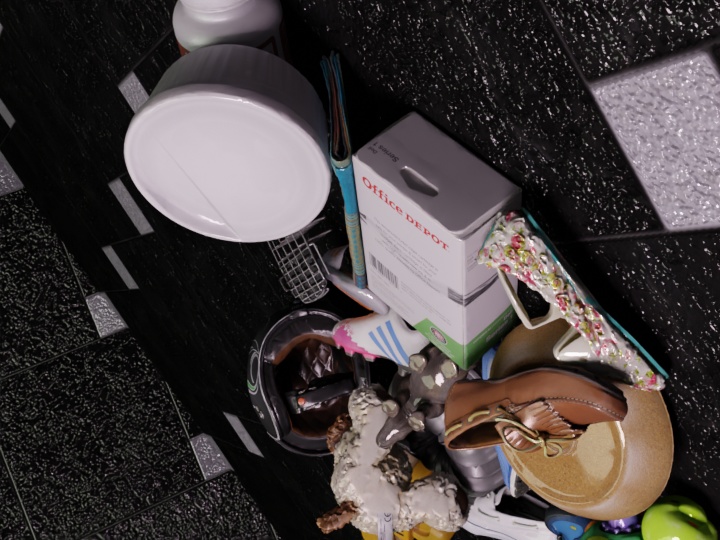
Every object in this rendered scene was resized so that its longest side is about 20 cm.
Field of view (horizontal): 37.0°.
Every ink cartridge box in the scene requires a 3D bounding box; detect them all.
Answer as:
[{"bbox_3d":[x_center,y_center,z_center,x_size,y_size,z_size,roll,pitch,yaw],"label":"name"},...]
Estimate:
[{"bbox_3d":[0.073,-0.026,1.009,0.146,0.084,0.201,40,155,30],"label":"ink cartridge box"}]

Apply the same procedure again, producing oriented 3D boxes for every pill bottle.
[{"bbox_3d":[-0.126,-0.226,1.089,0.112,0.112,0.202,39,155,33],"label":"pill bottle"}]

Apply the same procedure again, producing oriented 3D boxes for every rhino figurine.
[{"bbox_3d":[0.067,0.131,1.144,0.060,0.087,0.201,40,132,12],"label":"rhino figurine"}]

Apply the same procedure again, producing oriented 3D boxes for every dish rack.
[{"bbox_3d":[-0.084,-0.063,1.258,0.202,0.054,0.153,64,161,1],"label":"dish rack"}]

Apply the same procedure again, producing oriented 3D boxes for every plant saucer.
[{"bbox_3d":[0.188,0.143,0.985,0.198,0.035,0.204,20,120,38],"label":"plant saucer"}]

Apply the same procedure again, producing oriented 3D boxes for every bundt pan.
[{"bbox_3d":[0.106,0.191,1.302,0.202,0.075,0.203,44,157,23],"label":"bundt pan"}]

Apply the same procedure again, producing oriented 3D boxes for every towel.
[{"bbox_3d":[-0.016,-0.096,1.080,0.201,0.021,0.149,83,180,-54],"label":"towel"}]

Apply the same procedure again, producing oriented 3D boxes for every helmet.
[{"bbox_3d":[-0.061,0.143,1.431,0.201,0.199,0.191,50,171,8],"label":"helmet"}]

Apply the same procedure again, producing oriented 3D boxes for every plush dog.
[{"bbox_3d":[0.018,0.254,1.291,0.201,0.160,0.172,50,175,5],"label":"plush dog"}]

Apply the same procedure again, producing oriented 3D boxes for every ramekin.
[{"bbox_3d":[-0.122,-0.127,1.044,0.198,0.095,0.204,5,141,4],"label":"ramekin"}]

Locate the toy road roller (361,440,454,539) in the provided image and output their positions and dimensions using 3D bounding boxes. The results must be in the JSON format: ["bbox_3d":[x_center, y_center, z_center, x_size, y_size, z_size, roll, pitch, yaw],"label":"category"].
[{"bbox_3d":[0.082,0.336,1.532,0.145,0.123,0.201,30,151,24],"label":"toy road roller"}]

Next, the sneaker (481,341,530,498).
[{"bbox_3d":[0.164,0.153,1.133,0.089,0.078,0.202,42,149,46],"label":"sneaker"}]

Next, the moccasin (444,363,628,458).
[{"bbox_3d":[0.143,0.127,0.927,0.073,0.079,0.200,33,151,-34],"label":"moccasin"}]

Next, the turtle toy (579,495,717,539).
[{"bbox_3d":[0.275,0.279,1.032,0.144,0.102,0.201,28,153,4],"label":"turtle toy"}]

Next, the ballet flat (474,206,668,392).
[{"bbox_3d":[0.171,0.036,0.899,0.200,0.064,0.076,49,-176,-1],"label":"ballet flat"}]

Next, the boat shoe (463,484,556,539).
[{"bbox_3d":[0.182,0.291,1.326,0.198,0.073,0.068,13,123,47],"label":"boat shoe"}]

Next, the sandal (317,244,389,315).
[{"bbox_3d":[0.006,0.005,1.243,0.079,0.060,0.206,38,176,-17],"label":"sandal"}]

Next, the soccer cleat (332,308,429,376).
[{"bbox_3d":[0.040,0.069,1.265,0.199,0.069,0.088,16,99,52],"label":"soccer cleat"}]

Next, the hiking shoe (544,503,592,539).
[{"bbox_3d":[0.263,0.325,1.154,0.199,0.086,0.075,36,154,39],"label":"hiking shoe"}]
